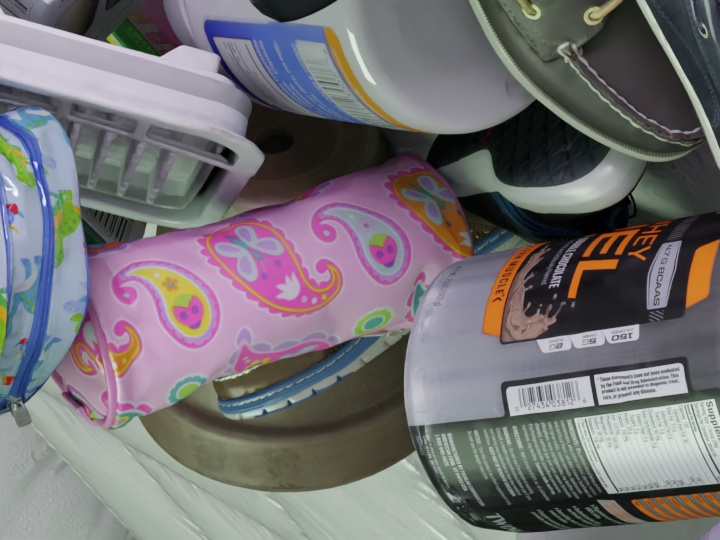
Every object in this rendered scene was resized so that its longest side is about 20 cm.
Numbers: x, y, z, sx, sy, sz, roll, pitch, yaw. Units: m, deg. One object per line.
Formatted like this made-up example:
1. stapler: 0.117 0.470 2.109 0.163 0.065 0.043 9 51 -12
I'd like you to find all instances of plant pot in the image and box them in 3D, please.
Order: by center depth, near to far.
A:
1. plant pot: -0.042 -0.005 1.194 0.200 0.200 0.175 32 145 33

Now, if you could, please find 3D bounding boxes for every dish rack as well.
1. dish rack: -0.132 -0.072 0.953 0.171 0.044 0.200 14 167 -9

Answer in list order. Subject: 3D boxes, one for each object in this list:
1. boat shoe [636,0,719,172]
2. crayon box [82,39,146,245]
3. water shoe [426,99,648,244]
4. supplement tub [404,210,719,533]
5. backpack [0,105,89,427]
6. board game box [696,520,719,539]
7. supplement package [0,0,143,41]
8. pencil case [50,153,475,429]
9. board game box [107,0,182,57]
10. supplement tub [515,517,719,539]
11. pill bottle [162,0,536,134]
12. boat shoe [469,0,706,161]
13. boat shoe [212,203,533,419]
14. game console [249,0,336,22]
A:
1. boat shoe: 0.159 -0.056 0.740 0.200 0.075 0.062 54 168 -19
2. crayon box: -0.167 -0.075 1.168 0.127 0.051 0.200 46 -158 -18
3. water shoe: 0.097 -0.045 0.947 0.079 0.072 0.200 36 176 -16
4. supplement tub: 0.128 0.041 0.874 0.200 0.123 0.123 -10 131 35
5. backpack: -0.187 -0.002 0.894 0.153 0.164 0.200 -2 166 -4
6. board game box: 0.230 0.147 0.873 0.199 0.041 0.200 13 159 -3
7. supplement package: -0.156 -0.193 0.999 0.151 0.152 0.200 42 164 -2
8. pencil case: -0.043 0.009 0.961 0.087 0.200 0.088 36 134 48
9. board game box: -0.152 -0.176 1.241 0.200 0.040 0.153 46 164 -13
10. supplement tub: 0.167 0.174 1.172 0.145 0.145 0.200 36 168 24
11. pill bottle: -0.006 -0.120 0.903 0.112 0.112 0.200 50 163 -26
12. boat shoe: 0.071 -0.121 0.783 0.201 0.072 0.061 49 167 -13
13. boat shoe: 0.000 0.000 1.085 0.072 0.200 0.072 55 -173 -12
14. game console: -0.012 -0.179 0.653 0.200 0.177 0.031 46 -158 -37
